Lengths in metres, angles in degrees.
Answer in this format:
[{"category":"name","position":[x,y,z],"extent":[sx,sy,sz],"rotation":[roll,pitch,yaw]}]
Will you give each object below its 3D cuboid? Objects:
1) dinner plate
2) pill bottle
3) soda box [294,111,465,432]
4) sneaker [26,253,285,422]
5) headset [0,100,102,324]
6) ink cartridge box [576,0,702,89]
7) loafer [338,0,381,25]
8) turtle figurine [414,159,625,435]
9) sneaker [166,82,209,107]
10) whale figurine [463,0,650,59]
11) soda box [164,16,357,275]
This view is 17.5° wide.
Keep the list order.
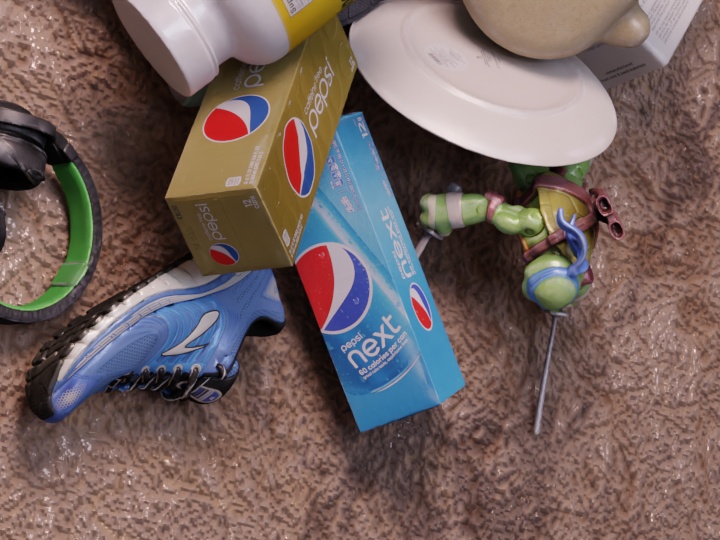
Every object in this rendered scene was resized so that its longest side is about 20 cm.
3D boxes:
[{"category":"dinner plate","position":[0.088,-0.140,1.620],"extent":[0.199,0.024,0.201],"rotation":[14,34,-10]},{"category":"pill bottle","position":[-0.053,-0.199,1.451],"extent":[0.200,0.112,0.112],"rotation":[-38,102,-11]},{"category":"soda box","position":[0.000,0.000,1.563],"extent":[0.201,0.064,0.068],"rotation":[68,20,-2]},{"category":"sneaker","position":[-0.120,0.048,1.467],"extent":[0.199,0.078,0.090],"rotation":[-30,94,-35]},{"category":"headset","position":[-0.227,-0.054,1.416],"extent":[0.200,0.094,0.124],"rotation":[46,57,-31]},{"category":"ink cartridge box","position":[0.167,-0.259,1.739],"extent":[0.200,0.084,0.146],"rotation":[43,60,-18]},{"category":"loafer","position":[0.006,-0.250,1.652],"extent":[0.201,0.063,0.072],"rotation":[-55,140,-26]},{"category":"turtle figurine","position":[0.101,-0.029,1.650],"extent":[0.143,0.201,0.195],"rotation":[16,48,-7]},{"category":"sneaker","position":[-0.167,-0.199,1.512],"extent":[0.139,0.078,0.202],"rotation":[-10,95,-19]},{"category":"whale figurine","position":[0.162,-0.230,1.604],"extent":[0.160,0.199,0.104],"rotation":[62,15,-22]},{"category":"soda box","position":[-0.060,-0.091,1.478],"extent":[0.201,0.063,0.068],"rotation":[-75,150,-45]}]
